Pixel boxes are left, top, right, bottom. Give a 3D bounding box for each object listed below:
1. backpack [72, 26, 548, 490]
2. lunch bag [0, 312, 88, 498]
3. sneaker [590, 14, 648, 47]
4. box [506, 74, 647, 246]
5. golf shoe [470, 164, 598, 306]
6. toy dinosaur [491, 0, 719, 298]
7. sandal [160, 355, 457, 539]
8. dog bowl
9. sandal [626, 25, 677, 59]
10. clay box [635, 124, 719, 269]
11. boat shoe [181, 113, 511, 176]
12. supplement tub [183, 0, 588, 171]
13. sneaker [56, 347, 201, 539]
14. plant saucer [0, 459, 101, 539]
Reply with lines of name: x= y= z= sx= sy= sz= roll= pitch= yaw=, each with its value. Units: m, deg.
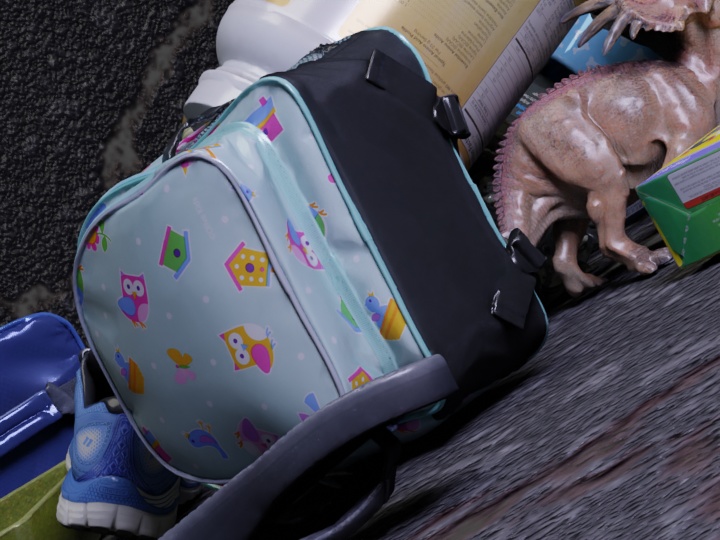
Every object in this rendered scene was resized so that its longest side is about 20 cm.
backpack: x=-0.039 y=0.012 z=1.210 sx=0.153 sy=0.177 sz=0.200 roll=-30 pitch=0 yaw=-36
lunch bag: x=-0.235 y=0.116 z=1.699 sx=0.199 sy=0.136 sz=0.132 roll=-31 pitch=4 yaw=-19
sneaker: x=0.245 y=-0.161 z=1.479 sx=0.202 sy=0.077 sz=0.146 roll=-36 pitch=48 yaw=-28
box: x=0.063 y=-0.049 z=1.553 sx=0.158 sy=0.046 sz=0.200 roll=-32 pitch=30 yaw=-13
golf shoe: x=0.035 y=0.012 z=1.383 sx=0.200 sy=0.077 sz=0.088 roll=-33 pitch=-2 yaw=-30
toy dinosaur: x=0.120 y=-0.072 z=1.304 sx=0.199 sy=0.136 sz=0.086 roll=-32 pitch=4 yaw=-8
sandal: x=-0.034 y=0.099 z=1.046 sx=0.200 sy=0.043 sz=0.076 roll=-40 pitch=-7 yaw=21
dog bowl: x=0.151 y=-0.104 z=1.604 sx=0.050 sy=0.111 sz=0.200 roll=-46 pitch=-6 yaw=-5
sandal: x=0.171 y=-0.135 z=1.393 sx=0.043 sy=0.200 sz=0.076 roll=-40 pitch=-24 yaw=-9
clay box: x=0.224 y=-0.077 z=1.224 sx=0.115 sy=0.048 sz=0.200 roll=-27 pitch=7 yaw=46
boat shoe: x=-0.008 y=-0.056 z=1.512 sx=0.199 sy=0.065 sz=0.073 roll=0 pitch=-23 yaw=22
supplement tub: x=0.019 y=-0.123 z=1.343 sx=0.200 sy=0.144 sz=0.145 roll=-53 pitch=9 yaw=-11
sneaker: x=-0.116 y=0.080 z=1.438 sx=0.078 sy=0.090 sz=0.200 roll=10 pitch=8 yaw=-5
plant saucer: x=-0.229 y=0.179 z=1.505 sx=0.199 sy=0.048 sz=0.200 roll=-31 pitch=4 yaw=13
